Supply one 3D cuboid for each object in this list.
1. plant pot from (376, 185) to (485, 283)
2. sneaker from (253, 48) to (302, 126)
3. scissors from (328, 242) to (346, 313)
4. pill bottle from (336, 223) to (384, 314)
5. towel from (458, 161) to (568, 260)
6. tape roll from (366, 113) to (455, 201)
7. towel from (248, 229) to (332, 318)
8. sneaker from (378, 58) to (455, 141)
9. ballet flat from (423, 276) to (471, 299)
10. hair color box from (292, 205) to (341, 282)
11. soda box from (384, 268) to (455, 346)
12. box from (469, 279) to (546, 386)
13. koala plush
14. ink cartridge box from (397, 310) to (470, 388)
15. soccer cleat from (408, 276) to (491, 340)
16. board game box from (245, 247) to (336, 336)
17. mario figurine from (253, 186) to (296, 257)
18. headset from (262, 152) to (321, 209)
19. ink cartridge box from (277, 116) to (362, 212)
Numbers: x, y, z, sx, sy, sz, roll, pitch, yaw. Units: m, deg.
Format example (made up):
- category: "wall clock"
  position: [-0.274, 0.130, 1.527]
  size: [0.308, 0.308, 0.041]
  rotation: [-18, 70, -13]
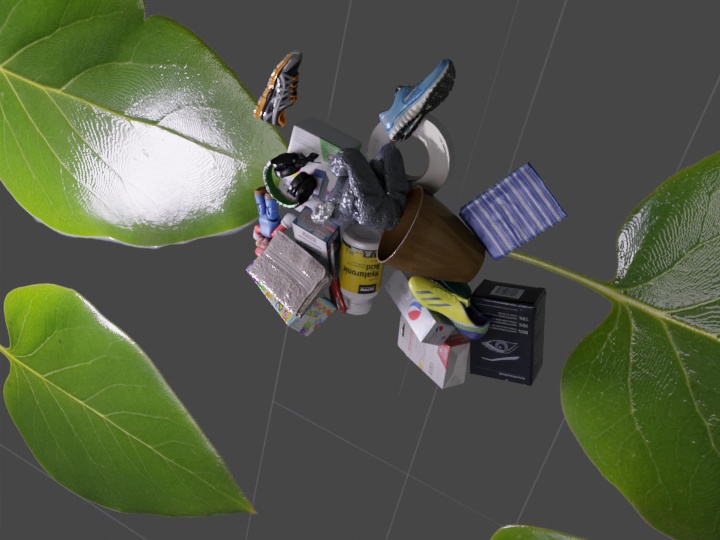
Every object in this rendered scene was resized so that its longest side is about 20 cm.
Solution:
- category: "plant pot"
  position: [0.166, -0.057, 1.636]
  size: [0.199, 0.187, 0.187]
  rotation: [27, 127, -16]
- category: "sneaker"
  position: [-0.174, -0.421, 1.727]
  size: [0.077, 0.078, 0.200]
  rotation: [32, 128, -3]
- category: "scissors"
  position: [-0.066, 0.014, 1.765]
  size: [0.073, 0.014, 0.201]
  rotation: [38, 144, 56]
- category: "pill bottle"
  position: [0.000, 0.000, 1.788]
  size: [0.111, 0.111, 0.201]
  rotation: [20, 121, 20]
- category: "towel"
  position: [0.323, -0.122, 1.607]
  size: [0.200, 0.024, 0.145]
  rotation: [-36, 93, 35]
- category: "tape roll"
  position: [0.110, -0.254, 1.659]
  size: [0.202, 0.037, 0.204]
  rotation: [12, 117, 24]
- category: "towel"
  position: [-0.166, 0.007, 1.743]
  size: [0.200, 0.034, 0.133]
  rotation: [38, 90, 30]
- category: "sneaker"
  position: [0.113, -0.369, 1.562]
  size: [0.200, 0.078, 0.090]
  rotation: [-45, 71, 12]
- category: "ballet flat"
  position: [0.167, 0.007, 1.730]
  size: [0.200, 0.072, 0.072]
  rotation: [44, 125, 6]
- category: "hair color box"
  position: [-0.099, -0.061, 1.785]
  size: [0.100, 0.061, 0.200]
  rotation: [30, 158, 15]
- category: "soda box"
  position: [0.133, 0.080, 1.707]
  size: [0.064, 0.068, 0.200]
  rotation: [-55, 42, 23]
- category: "box"
  position: [0.328, 0.138, 1.671]
  size: [0.147, 0.104, 0.201]
  rotation: [9, 116, 26]
- category: "koala plush"
  position: [-0.009, -0.154, 1.635]
  size: [0.200, 0.177, 0.185]
  rotation: [-24, 81, 50]
- category: "ink cartridge box"
  position: [0.169, 0.173, 1.768]
  size: [0.200, 0.067, 0.117]
  rotation: [40, 132, 49]
- category: "soccer cleat"
  position: [0.195, 0.068, 1.609]
  size: [0.200, 0.065, 0.084]
  rotation: [38, 137, 3]
- category: "board game box"
  position: [-0.169, 0.044, 1.811]
  size: [0.103, 0.105, 0.200]
  rotation: [-44, 60, 4]
- category: "mario figurine"
  position: [-0.217, -0.112, 1.890]
  size: [0.105, 0.124, 0.201]
  rotation: [-5, 115, -13]
- category: "headset"
  position: [-0.157, -0.209, 1.687]
  size: [0.124, 0.094, 0.200]
  rotation: [53, 137, -4]
- category: "ink cartridge box"
  position: [-0.101, -0.233, 1.756]
  size: [0.145, 0.087, 0.201]
  rotation: [30, 125, 14]
